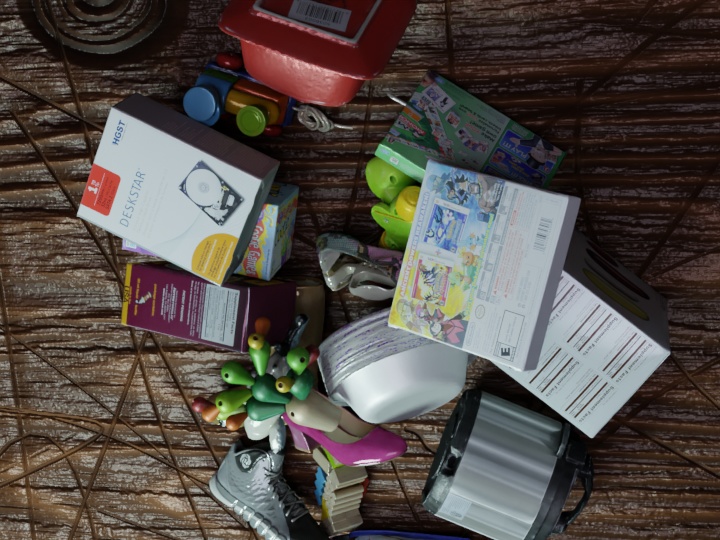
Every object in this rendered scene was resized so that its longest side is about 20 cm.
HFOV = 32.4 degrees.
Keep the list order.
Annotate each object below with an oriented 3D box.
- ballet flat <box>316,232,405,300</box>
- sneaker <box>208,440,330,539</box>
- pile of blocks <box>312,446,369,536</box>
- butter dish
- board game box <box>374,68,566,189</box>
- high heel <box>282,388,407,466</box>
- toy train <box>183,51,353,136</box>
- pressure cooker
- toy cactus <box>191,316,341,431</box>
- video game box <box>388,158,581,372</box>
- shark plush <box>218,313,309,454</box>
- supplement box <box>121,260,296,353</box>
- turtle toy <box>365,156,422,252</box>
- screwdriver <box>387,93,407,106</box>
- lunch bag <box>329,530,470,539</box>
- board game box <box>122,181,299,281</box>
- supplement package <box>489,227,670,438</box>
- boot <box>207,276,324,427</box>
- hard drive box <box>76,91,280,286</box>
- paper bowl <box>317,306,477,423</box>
[{"bbox_3d":[0.000,0.000,1.552,0.200,0.071,0.069,16,143,42],"label":"ballet flat"},{"bbox_3d":[-0.113,0.305,1.718,0.200,0.075,0.116,30,107,16],"label":"sneaker"},{"bbox_3d":[-0.022,0.280,1.717,0.062,0.082,0.201,-10,124,-29],"label":"pile of blocks"},{"bbox_3d":[-0.056,-0.266,1.484,0.199,0.200,0.148,20,135,5],"label":"butter dish"},{"bbox_3d":[0.135,-0.141,1.495,0.200,0.135,0.029,32,152,1],"label":"board game box"},{"bbox_3d":[-0.027,0.193,1.588,0.200,0.067,0.096,0,112,39],"label":"high heel"},{"bbox_3d":[-0.114,-0.197,1.533,0.199,0.116,0.085,19,116,6],"label":"toy train"},{"bbox_3d":[0.195,0.264,1.586,0.199,0.176,0.179,22,83,2],"label":"pressure cooker"},{"bbox_3d":[-0.099,0.145,1.498,0.165,0.102,0.200,29,129,-25],"label":"toy cactus"},{"bbox_3d":[0.136,-0.008,1.392,0.182,0.047,0.201,18,98,29],"label":"video game box"},{"bbox_3d":[-0.119,0.138,1.596,0.091,0.083,0.201,16,114,11],"label":"shark plush"},{"bbox_3d":[-0.197,0.043,1.602,0.199,0.110,0.086,10,98,29],"label":"supplement box"},{"bbox_3d":[0.082,-0.069,1.535,0.200,0.101,0.146,39,152,8],"label":"turtle toy"},{"bbox_3d":[0.122,-0.172,1.535,0.200,0.028,0.029,33,141,-3],"label":"screwdriver"},{"bbox_3d":[0.050,0.459,1.722,0.199,0.124,0.171,4,109,22],"label":"lunch bag"},{"bbox_3d":[-0.193,-0.068,1.603,0.199,0.105,0.103,12,110,9],"label":"board game box"},{"bbox_3d":[0.250,0.056,1.497,0.200,0.191,0.147,37,112,-2],"label":"supplement package"},{"bbox_3d":[-0.132,0.108,1.675,0.174,0.066,0.201,-1,109,1],"label":"boot"},{"bbox_3d":[-0.220,-0.098,1.497,0.199,0.077,0.156,25,116,4],"label":"hard drive box"},{"bbox_3d":[0.053,0.121,1.551,0.200,0.201,0.105,-26,67,20],"label":"paper bowl"}]
